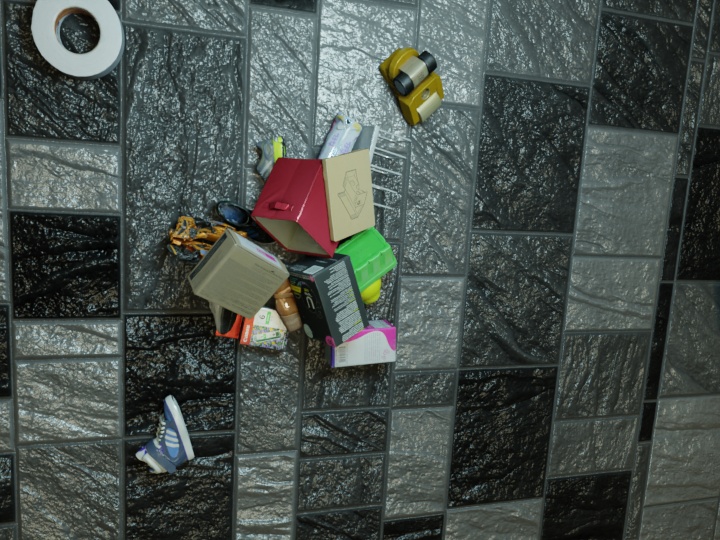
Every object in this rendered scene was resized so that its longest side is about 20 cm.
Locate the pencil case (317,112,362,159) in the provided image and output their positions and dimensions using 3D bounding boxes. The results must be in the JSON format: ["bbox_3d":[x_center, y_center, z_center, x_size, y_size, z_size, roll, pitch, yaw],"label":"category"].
[{"bbox_3d":[-0.068,-0.320,1.638,0.082,0.091,0.204,24,93,-19],"label":"pencil case"}]

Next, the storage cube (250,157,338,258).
[{"bbox_3d":[-0.142,-0.162,1.541,0.200,0.168,0.184,44,62,-48],"label":"storage cube"}]

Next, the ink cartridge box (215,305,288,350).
[{"bbox_3d":[-0.294,0.150,1.669,0.195,0.050,0.112,12,95,-20],"label":"ink cartridge box"}]

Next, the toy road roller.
[{"bbox_3d":[0.137,-0.524,1.668,0.123,0.146,0.201,-42,146,-7],"label":"toy road roller"}]

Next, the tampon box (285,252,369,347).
[{"bbox_3d":[-0.087,0.071,1.573,0.125,0.148,0.205,-28,112,-31],"label":"tampon box"}]

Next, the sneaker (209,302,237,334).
[{"bbox_3d":[-0.390,0.064,1.614,0.113,0.075,0.206,13,108,23],"label":"sneaker"}]

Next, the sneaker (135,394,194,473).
[{"bbox_3d":[-0.544,0.454,1.628,0.143,0.080,0.205,-19,110,-18],"label":"sneaker"}]

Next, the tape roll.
[{"bbox_3d":[-0.663,-0.560,1.420,0.194,0.066,0.207,-3,101,-18],"label":"tape roll"}]

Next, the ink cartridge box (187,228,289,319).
[{"bbox_3d":[-0.301,0.013,1.497,0.165,0.075,0.199,-47,138,9],"label":"ink cartridge box"}]

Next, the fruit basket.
[{"bbox_3d":[0.000,0.000,1.706,0.214,0.216,0.156,-39,70,-7],"label":"fruit basket"}]

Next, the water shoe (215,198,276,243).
[{"bbox_3d":[-0.297,-0.123,1.605,0.196,0.079,0.073,24,92,-20],"label":"water shoe"}]

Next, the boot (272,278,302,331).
[{"bbox_3d":[-0.152,0.054,1.654,0.199,0.073,0.158,-35,118,-35],"label":"boot"}]

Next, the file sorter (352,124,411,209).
[{"bbox_3d":[0.044,-0.279,1.657,0.121,0.138,0.206,13,96,-22],"label":"file sorter"}]

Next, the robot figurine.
[{"bbox_3d":[-0.398,-0.079,1.547,0.195,0.059,0.148,15,51,-7],"label":"robot figurine"}]

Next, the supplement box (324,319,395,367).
[{"bbox_3d":[-0.002,0.210,1.746,0.194,0.103,0.104,-2,100,-16],"label":"supplement box"}]

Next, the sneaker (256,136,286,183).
[{"bbox_3d":[-0.238,-0.256,1.615,0.078,0.074,0.206,1,102,4],"label":"sneaker"}]

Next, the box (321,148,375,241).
[{"bbox_3d":[-0.026,-0.194,1.522,0.162,0.021,0.206,-24,115,-44],"label":"box"}]
